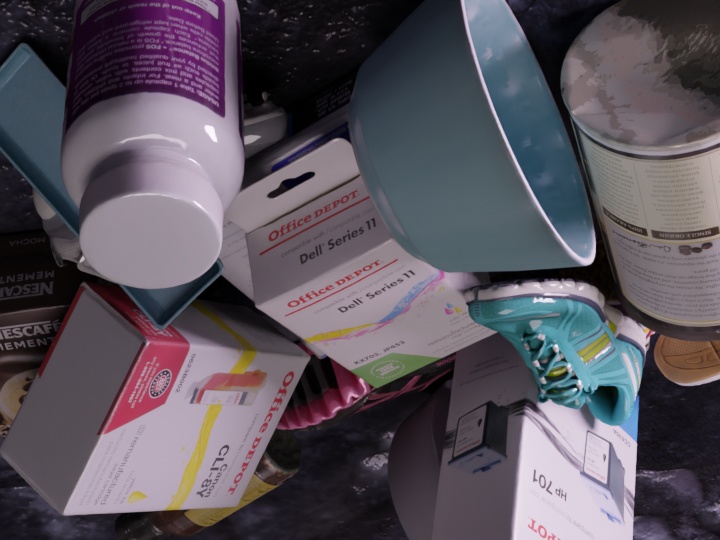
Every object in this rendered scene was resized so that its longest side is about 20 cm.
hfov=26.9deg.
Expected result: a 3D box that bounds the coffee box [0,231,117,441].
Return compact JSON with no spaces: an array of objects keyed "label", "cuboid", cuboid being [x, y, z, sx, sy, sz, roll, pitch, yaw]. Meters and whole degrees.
[{"label":"coffee box","cuboid":[-0.238,0.065,1.174,0.111,0.080,0.201,-7,139,2]}]

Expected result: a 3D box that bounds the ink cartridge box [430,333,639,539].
[{"label":"ink cartridge box","cuboid":[0.135,0.155,1.137,0.085,0.202,0.146,-24,132,36]}]

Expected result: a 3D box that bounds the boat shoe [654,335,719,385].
[{"label":"boat shoe","cuboid":[0.325,0.034,1.183,0.199,0.071,0.069,-32,148,4]}]

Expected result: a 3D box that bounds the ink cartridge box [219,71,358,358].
[{"label":"ink cartridge box","cuboid":[-0.013,-0.036,1.112,0.197,0.044,0.200,-28,132,23]}]

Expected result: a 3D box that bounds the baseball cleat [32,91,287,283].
[{"label":"baseball cleat","cuboid":[-0.130,-0.051,1.042,0.198,0.070,0.108,-14,98,23]}]

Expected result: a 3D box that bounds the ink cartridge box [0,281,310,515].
[{"label":"ink cartridge box","cuboid":[-0.147,0.099,1.126,0.199,0.083,0.146,10,110,-56]}]

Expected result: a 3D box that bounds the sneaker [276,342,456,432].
[{"label":"sneaker","cuboid":[0.013,0.085,1.238,0.199,0.080,0.095,-28,145,25]}]

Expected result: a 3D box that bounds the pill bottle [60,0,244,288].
[{"label":"pill bottle","cuboid":[-0.126,-0.091,0.918,0.111,0.202,0.113,-3,139,-2]}]

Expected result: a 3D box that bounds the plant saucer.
[{"label":"plant saucer","cuboid":[-0.176,-0.057,1.008,0.070,0.019,0.200,-41,93,23]}]

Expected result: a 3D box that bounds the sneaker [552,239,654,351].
[{"label":"sneaker","cuboid":[0.209,0.028,1.188,0.090,0.076,0.199,30,136,-32]}]

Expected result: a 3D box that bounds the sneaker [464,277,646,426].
[{"label":"sneaker","cuboid":[0.146,0.056,1.072,0.077,0.081,0.199,-8,155,40]}]

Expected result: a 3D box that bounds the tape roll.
[{"label":"tape roll","cuboid":[0.121,0.183,1.253,0.199,0.202,0.066,22,133,-28]}]

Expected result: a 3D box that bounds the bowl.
[{"label":"bowl","cuboid":[0.062,-0.080,0.951,0.104,0.202,0.201,-21,136,18]}]

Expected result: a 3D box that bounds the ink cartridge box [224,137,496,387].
[{"label":"ink cartridge box","cuboid":[0.000,0.000,1.050,0.116,0.068,0.200,-27,143,22]}]

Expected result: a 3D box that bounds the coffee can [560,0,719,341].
[{"label":"coffee can","cuboid":[0.225,-0.069,1.020,0.145,0.148,0.201,-14,138,10]}]

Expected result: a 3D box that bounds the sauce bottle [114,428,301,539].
[{"label":"sauce bottle","cuboid":[-0.142,0.195,1.345,0.199,0.065,0.065,-32,132,28]}]
